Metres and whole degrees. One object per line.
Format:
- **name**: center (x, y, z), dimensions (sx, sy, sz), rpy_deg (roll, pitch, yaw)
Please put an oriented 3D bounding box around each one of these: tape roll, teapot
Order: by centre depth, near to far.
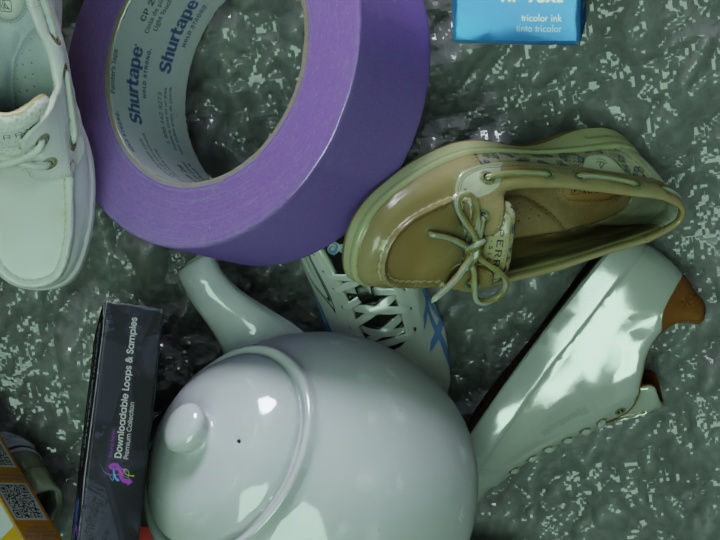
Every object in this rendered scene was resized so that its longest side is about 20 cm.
- **tape roll**: center (-0.063, -0.105, 0.936), dimensions (0.200, 0.066, 0.200), rpy_deg (-6, 79, 35)
- **teapot**: center (-0.045, 0.113, 0.936), dimensions (0.146, 0.200, 0.198), rpy_deg (34, 81, -41)

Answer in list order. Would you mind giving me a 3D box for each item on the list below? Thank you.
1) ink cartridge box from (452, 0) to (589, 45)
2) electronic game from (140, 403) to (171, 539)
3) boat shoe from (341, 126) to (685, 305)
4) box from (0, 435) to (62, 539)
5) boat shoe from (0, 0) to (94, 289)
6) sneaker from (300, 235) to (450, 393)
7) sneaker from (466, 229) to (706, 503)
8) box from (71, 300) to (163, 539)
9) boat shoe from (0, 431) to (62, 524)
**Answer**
- **ink cartridge box**: center (0.085, -0.223, 0.905), dimensions (0.067, 0.116, 0.200), rpy_deg (2, 107, 9)
- **electronic game**: center (-0.051, 0.157, 1.079), dimensions (0.200, 0.042, 0.200), rpy_deg (2, 107, 8)
- **boat shoe**: center (0.083, -0.028, 0.931), dimensions (0.200, 0.063, 0.073), rpy_deg (-19, 132, -30)
- **box**: center (-0.269, 0.126, 1.068), dimensions (0.119, 0.041, 0.200), rpy_deg (-44, 63, 18)
- **boat shoe**: center (-0.177, -0.079, 0.886), dimensions (0.071, 0.069, 0.200), rpy_deg (-6, 108, 0)
- **sneaker**: center (0.000, 0.000, 1.009), dimensions (0.072, 0.072, 0.200), rpy_deg (-16, 105, 11)
- **sneaker**: center (0.120, 0.078, 1.011), dimensions (0.085, 0.073, 0.200), rpy_deg (37, 107, -1)
- **box**: center (-0.136, 0.101, 0.971), dimensions (0.036, 0.200, 0.143), rpy_deg (6, 80, -8)
- **boat shoe**: center (-0.242, 0.197, 1.096), dimensions (0.062, 0.072, 0.200), rpy_deg (37, 113, 42)
